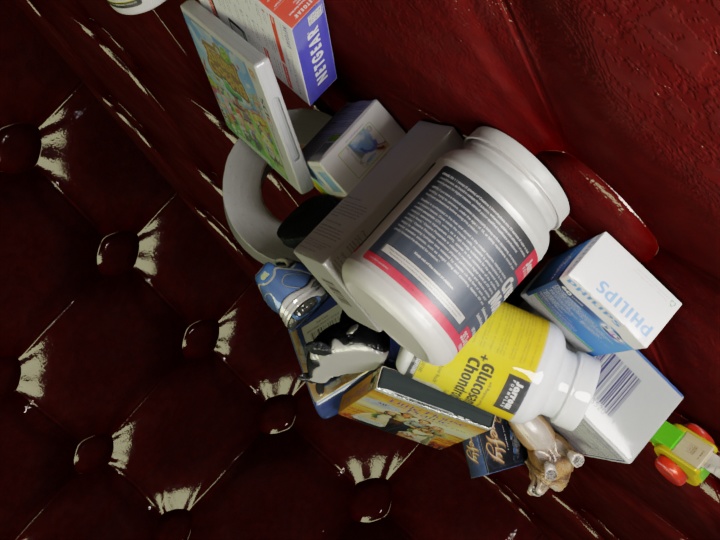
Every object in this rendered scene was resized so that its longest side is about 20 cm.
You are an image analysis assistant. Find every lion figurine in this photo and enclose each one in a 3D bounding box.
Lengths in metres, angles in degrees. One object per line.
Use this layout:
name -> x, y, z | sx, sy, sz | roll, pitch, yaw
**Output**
lion figurine -> 0.199, 0.187, 1.482 | 0.202, 0.072, 0.122 | 60, 176, -11

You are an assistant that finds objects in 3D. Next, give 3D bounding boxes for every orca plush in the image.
orca plush -> -0.012, 0.084, 1.456 | 0.104, 0.072, 0.200 | 14, 159, -4

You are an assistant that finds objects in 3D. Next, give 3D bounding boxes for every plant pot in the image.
plant pot -> 0.018, 0.079, 1.631 | 0.179, 0.199, 0.202 | 1, -117, -50

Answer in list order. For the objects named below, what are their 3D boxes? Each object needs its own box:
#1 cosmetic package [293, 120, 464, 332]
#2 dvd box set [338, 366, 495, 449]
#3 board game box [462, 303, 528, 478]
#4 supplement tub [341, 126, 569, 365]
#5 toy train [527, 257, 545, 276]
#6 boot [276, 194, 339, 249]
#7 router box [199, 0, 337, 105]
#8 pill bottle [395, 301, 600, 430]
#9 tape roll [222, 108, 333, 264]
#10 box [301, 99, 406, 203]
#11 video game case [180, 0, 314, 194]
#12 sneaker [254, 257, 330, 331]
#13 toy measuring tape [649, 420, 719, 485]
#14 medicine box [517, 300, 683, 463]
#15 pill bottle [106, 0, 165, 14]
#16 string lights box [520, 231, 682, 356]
cosmetic package -> 0.042, -0.048, 1.292 | 0.108, 0.200, 0.085 | 50, 167, -25
dvd box set -> 0.063, 0.167, 1.468 | 0.145, 0.030, 0.200 | 20, 161, -9
board game box -> 0.172, 0.149, 1.570 | 0.034, 0.134, 0.203 | -22, 78, 47
supplement tub -> 0.091, -0.023, 1.187 | 0.140, 0.200, 0.140 | 42, 171, 8
toy train -> 0.160, -0.026, 1.424 | 0.046, 0.034, 0.200 | 58, 169, -13
boot -> 0.000, 0.000, 1.435 | 0.169, 0.076, 0.199 | 52, 161, -23
router box -> -0.112, -0.290, 1.360 | 0.179, 0.049, 0.200 | 42, 171, 12
pill bottle -> 0.145, 0.091, 1.295 | 0.198, 0.113, 0.112 | 23, 170, 1
tape roll -> -0.078, -0.101, 1.586 | 0.200, 0.200, 0.066 | 43, 171, 1
box -> 0.032, -0.091, 1.454 | 0.200, 0.101, 0.112 | 47, 170, -18
video game case -> -0.133, -0.203, 1.439 | 0.200, 0.022, 0.183 | 44, 159, 46
sneaker -> -0.073, 0.016, 1.476 | 0.077, 0.076, 0.200 | 44, -176, 3
toy measuring tape -> 0.396, 0.226, 1.403 | 0.199, 0.074, 0.074 | 33, 166, 52
medicine box -> 0.252, 0.123, 1.455 | 0.182, 0.103, 0.200 | 44, 171, -2
pill bottle -> -0.296, -0.407, 1.446 | 0.112, 0.113, 0.200 | 36, 167, 40
string lights box -> 0.235, 0.030, 1.244 | 0.103, 0.059, 0.200 | 43, 171, 0
